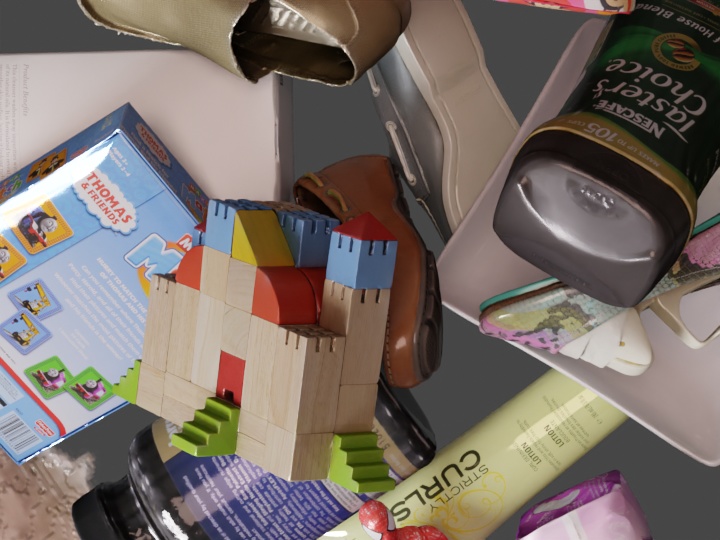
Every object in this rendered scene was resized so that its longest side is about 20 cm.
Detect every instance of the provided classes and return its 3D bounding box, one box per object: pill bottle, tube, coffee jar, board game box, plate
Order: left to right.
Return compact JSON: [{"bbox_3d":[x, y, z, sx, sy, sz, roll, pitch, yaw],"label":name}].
[{"bbox_3d":[-0.167,0.012,1.361,0.200,0.037,0.151,-28,117,22],"label":"board game box"},{"bbox_3d":[-0.064,0.116,1.372,0.200,0.112,0.112,-34,87,4],"label":"pill bottle"},{"bbox_3d":[0.069,0.127,1.392,0.200,0.052,0.058,-38,59,9],"label":"tube"},{"bbox_3d":[0.152,-0.073,1.283,0.104,0.085,0.200,29,50,7],"label":"coffee jar"},{"bbox_3d":[0.168,-0.017,1.368,0.200,0.032,0.200,31,77,2],"label":"plate"}]

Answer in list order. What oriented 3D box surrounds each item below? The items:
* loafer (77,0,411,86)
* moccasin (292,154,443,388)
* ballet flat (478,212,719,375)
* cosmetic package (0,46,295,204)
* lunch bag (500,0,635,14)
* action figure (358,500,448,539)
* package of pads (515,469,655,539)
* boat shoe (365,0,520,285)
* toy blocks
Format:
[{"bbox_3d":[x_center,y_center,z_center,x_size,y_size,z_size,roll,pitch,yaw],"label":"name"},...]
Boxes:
[{"bbox_3d":[-0.073,-0.150,1.321,0.199,0.076,0.068,7,47,12],"label":"loafer"},{"bbox_3d":[0.000,-0.001,1.315,0.077,0.202,0.074,-9,129,-7],"label":"moccasin"},{"bbox_3d":[0.166,0.015,1.313,0.199,0.069,0.071,-22,84,-13],"label":"ballet flat"},{"bbox_3d":[-0.140,-0.074,1.397,0.199,0.081,0.113,1,90,5],"label":"cosmetic package"},{"bbox_3d":[0.059,-0.191,1.279,0.199,0.176,0.082,11,108,0],"label":"lunch bag"},{"bbox_3d":[0.056,0.215,1.364,0.065,0.052,0.200,-33,102,0],"label":"action figure"},{"bbox_3d":[0.158,0.220,1.346,0.075,0.121,0.201,-24,88,5],"label":"package of pads"},{"bbox_3d":[0.051,-0.076,1.397,0.073,0.062,0.201,-25,99,-36],"label":"boat shoe"},{"bbox_3d":[-0.052,0.024,1.249,0.100,0.200,0.137,0,102,-38],"label":"toy blocks"}]
